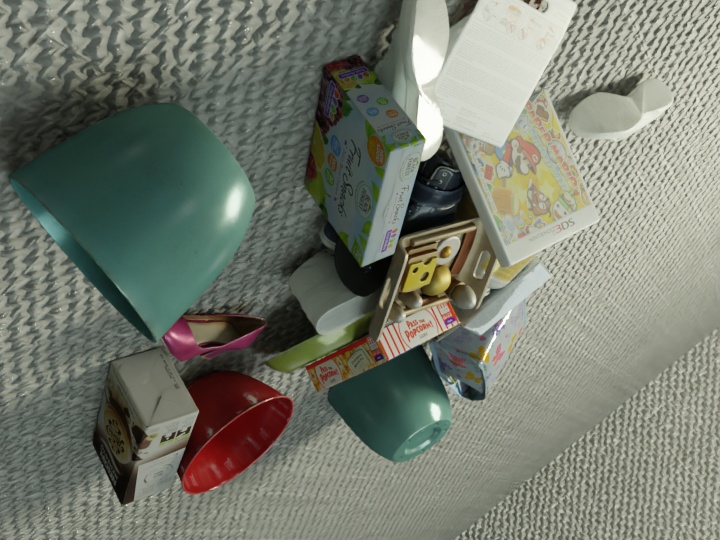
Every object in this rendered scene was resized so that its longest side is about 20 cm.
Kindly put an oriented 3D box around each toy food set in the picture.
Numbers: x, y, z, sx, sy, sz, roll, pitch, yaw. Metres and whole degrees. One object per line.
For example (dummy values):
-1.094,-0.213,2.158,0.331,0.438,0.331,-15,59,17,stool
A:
0.106,0.014,1.324,0.200,0.060,0.144,-16,135,-41,toy food set

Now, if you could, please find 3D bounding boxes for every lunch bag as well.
0.207,0.121,1.736,0.170,0.127,0.200,-57,154,-19,lunch bag

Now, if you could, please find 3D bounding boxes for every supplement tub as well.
0.198,-0.065,1.447,0.200,0.145,0.145,-47,151,22,supplement tub

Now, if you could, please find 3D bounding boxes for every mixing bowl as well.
-0.209,0.221,1.455,0.200,0.108,0.200,-36,155,-20,mixing bowl

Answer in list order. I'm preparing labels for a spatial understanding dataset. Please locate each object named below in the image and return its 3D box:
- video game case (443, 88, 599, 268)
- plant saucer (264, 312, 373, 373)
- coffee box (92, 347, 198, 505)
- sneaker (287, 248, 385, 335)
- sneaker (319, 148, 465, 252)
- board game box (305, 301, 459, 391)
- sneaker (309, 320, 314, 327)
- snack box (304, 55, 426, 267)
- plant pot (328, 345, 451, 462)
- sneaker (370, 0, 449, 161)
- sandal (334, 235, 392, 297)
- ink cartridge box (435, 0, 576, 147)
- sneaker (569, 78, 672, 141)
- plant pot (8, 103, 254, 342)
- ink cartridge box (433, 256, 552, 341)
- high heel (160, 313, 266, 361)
0.218,-0.126,1.321,0.182,0.200,0.023,-25,-178,-32,video game case
-0.047,0.108,1.477,0.200,0.031,0.200,-26,175,-2,plant saucer
-0.297,0.215,1.351,0.080,0.113,0.200,-15,146,-34,coffee box
0.000,0.000,1.357,0.200,0.116,0.074,-24,139,-20,sneaker
0.047,-0.096,1.308,0.202,0.077,0.146,-9,134,-28,sneaker
0.031,0.114,1.483,0.151,0.046,0.200,-23,175,-38,board game box
0.003,0.023,1.430,0.200,0.081,0.074,-46,151,19,sneaker
0.000,-0.120,1.129,0.053,0.142,0.200,-23,150,-25,snack box
0.069,0.243,1.774,0.200,0.161,0.201,-28,152,-16,plant pot
0.043,-0.223,1.100,0.075,0.088,0.200,-29,131,-44,sneaker
0.018,-0.059,1.251,0.075,0.045,0.200,14,106,-11,sandal
0.155,-0.260,1.188,0.160,0.047,0.200,13,110,-43,ink cartridge box
0.381,-0.222,1.487,0.200,0.075,0.089,-20,161,-31,sneaker
-0.199,-0.060,0.932,0.161,0.201,0.201,-43,156,-16,plant pot
0.190,0.029,1.571,0.200,0.200,0.041,-38,109,7,ink cartridge box
-0.193,0.076,1.290,0.096,0.067,0.200,-29,159,7,high heel
